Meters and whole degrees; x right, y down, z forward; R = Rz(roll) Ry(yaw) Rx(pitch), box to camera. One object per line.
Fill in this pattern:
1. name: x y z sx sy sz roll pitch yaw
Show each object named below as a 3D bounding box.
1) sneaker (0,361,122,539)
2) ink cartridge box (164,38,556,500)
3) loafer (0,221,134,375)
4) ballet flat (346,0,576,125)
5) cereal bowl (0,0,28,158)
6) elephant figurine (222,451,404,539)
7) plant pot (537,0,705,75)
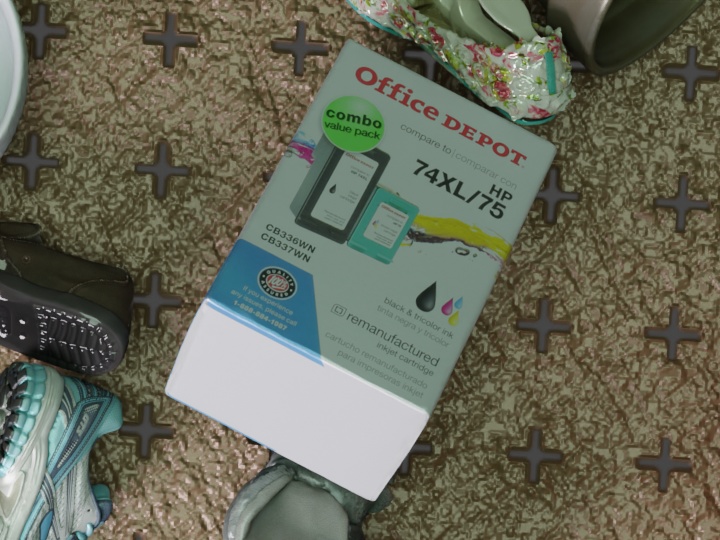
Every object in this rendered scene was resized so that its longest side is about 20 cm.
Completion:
1. sneaker: -0.200 0.161 1.635 0.086 0.078 0.200 12 101 -21
2. ink cartridge box: 0.000 0.000 1.558 0.147 0.146 0.200 27 62 -1
3. loafer: -0.230 0.004 1.642 0.200 0.071 0.073 23 135 6
4. ballet flat: 0.061 -0.160 1.584 0.076 0.200 0.064 -25 136 -32
5. cereal bowl: -0.300 -0.120 1.614 0.200 0.083 0.201 0 80 1
6. elephant figurine: -0.028 0.161 1.622 0.141 0.155 0.200 -29 78 43
7. plant pot: 0.144 -0.248 1.581 0.174 0.200 0.200 42 91 17
